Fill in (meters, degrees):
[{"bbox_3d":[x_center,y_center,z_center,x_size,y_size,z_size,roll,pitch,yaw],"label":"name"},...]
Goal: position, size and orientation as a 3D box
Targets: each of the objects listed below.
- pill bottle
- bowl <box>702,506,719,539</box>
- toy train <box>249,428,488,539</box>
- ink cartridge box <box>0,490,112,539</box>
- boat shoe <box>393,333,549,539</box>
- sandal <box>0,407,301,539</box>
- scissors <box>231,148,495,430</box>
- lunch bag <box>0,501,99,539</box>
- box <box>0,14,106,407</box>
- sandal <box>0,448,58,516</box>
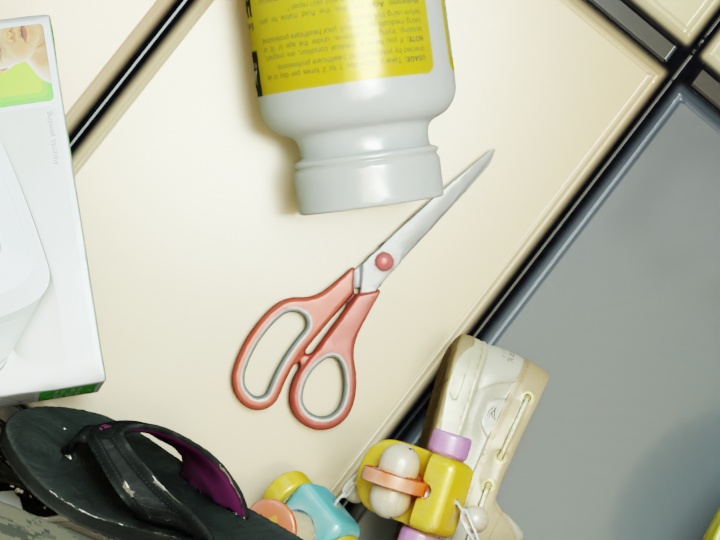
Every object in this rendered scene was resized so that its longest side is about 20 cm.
[{"bbox_3d":[-0.006,-0.134,1.363,0.111,0.111,0.200,-8,92,-9],"label":"pill bottle"},{"bbox_3d":[0.272,0.185,1.415,0.200,0.108,0.201,0,91,-10],"label":"bowl"},{"bbox_3d":[0.006,0.163,1.334,0.200,0.056,0.151,-16,68,33],"label":"toy train"},{"bbox_3d":[-0.189,0.220,1.351,0.173,0.044,0.200,-2,103,-18],"label":"ink cartridge box"},{"bbox_3d":[0.059,0.139,1.398,0.069,0.074,0.200,15,88,-3],"label":"boat shoe"},{"bbox_3d":[-0.092,0.117,1.297,0.200,0.075,0.048,29,122,5],"label":"sandal"},{"bbox_3d":[0.000,0.000,1.415,0.073,0.014,0.200,31,88,-7],"label":"scissors"},{"bbox_3d":[-0.198,0.217,1.257,0.200,0.139,0.168,21,106,-21],"label":"lunch bag"},{"bbox_3d":[-0.238,-0.022,1.328,0.176,0.097,0.200,-8,85,-9],"label":"box"},{"bbox_3d":[-0.207,0.131,1.368,0.200,0.048,0.075,30,87,-9],"label":"sandal"}]
